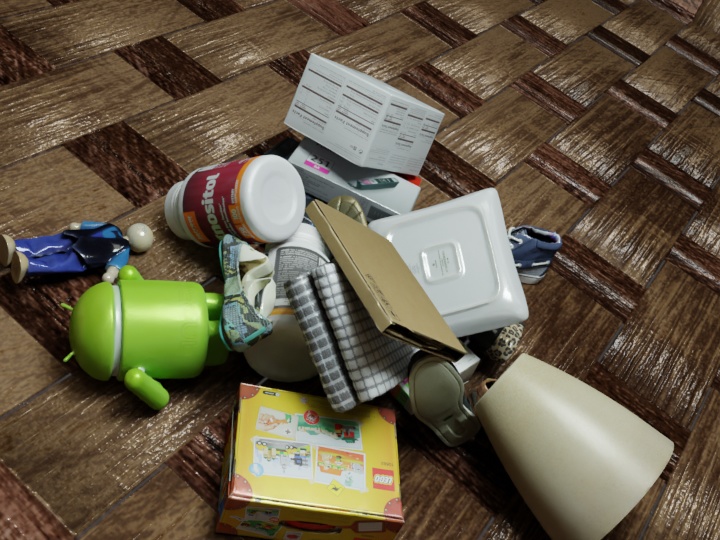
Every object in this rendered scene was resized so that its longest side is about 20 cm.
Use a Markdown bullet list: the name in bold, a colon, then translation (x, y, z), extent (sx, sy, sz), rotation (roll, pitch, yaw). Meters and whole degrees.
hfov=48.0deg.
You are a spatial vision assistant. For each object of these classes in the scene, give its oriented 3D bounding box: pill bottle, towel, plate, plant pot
- **pill bottle**: translation (-0.179, -0.090, 1.112), extent (0.197, 0.115, 0.112), rotation (-3, 22, 42)
- **pill bottle**: translation (-0.091, 0.037, 1.079), extent (0.114, 0.118, 0.202), rotation (14, 42, -10)
- **towel**: translation (-0.008, 0.067, 0.981), extent (0.168, 0.084, 0.200), rotation (67, 19, 2)
- **plate**: translation (0.112, -0.006, 1.106), extent (0.196, 0.032, 0.204), rotation (-15, 67, 11)
- **plant pot**: translation (0.241, 0.205, 0.987), extent (0.200, 0.189, 0.186), rotation (44, 45, 14)

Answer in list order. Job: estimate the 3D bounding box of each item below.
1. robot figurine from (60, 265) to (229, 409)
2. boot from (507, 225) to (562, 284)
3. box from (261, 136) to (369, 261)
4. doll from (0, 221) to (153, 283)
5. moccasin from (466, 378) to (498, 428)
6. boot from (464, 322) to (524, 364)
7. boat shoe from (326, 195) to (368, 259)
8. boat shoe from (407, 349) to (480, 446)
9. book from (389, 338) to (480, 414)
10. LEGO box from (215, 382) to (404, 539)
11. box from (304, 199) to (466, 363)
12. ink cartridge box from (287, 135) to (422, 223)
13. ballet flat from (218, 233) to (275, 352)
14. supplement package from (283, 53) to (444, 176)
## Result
- **robot figurine**: translation (-0.254, 0.071, 0.968), extent (0.196, 0.117, 0.178), rotation (1, 51, -23)
- **boot**: translation (0.229, -0.040, 1.327), extent (0.196, 0.091, 0.074), rotation (7, 43, -18)
- **box**: translation (-0.082, -0.095, 1.245), extent (0.198, 0.087, 0.164), rotation (33, 41, 10)
- **doll**: translation (-0.364, -0.026, 1.071), extent (0.198, 0.049, 0.136), rotation (-14, 44, -43)
- **moccasin**: translation (0.241, 0.187, 1.103), extent (0.198, 0.078, 0.074), rotation (18, 38, -14)
- **boot**: translation (0.169, 0.053, 1.207), extent (0.150, 0.074, 0.200), rotation (38, 17, 1)
- **boat shoe**: translation (-0.001, 0.000, 1.111), extent (0.070, 0.066, 0.205), rotation (-16, 85, 4)
- **boat shoe**: translation (0.095, 0.150, 1.008), extent (0.071, 0.201, 0.068), rotation (-27, 50, 3)
- **book**: translation (0.053, 0.097, 1.140), extent (0.132, 0.049, 0.200), rotation (-22, 57, -38)
- **LEGO box**: translation (-0.056, 0.226, 0.927), extent (0.196, 0.078, 0.151), rotation (12, 42, -13)
- **box**: translation (0.030, 0.013, 0.941), extent (0.162, 0.021, 0.201), rotation (26, 25, -49)
- **ink cartridge box**: translation (-0.001, -0.153, 1.247), extent (0.197, 0.044, 0.175), rotation (25, 40, 1)
- **ballet flat**: translation (-0.134, 0.018, 0.988), extent (0.073, 0.075, 0.202), rotation (7, 39, -17)
- **supplement package**: translation (0.009, -0.233, 1.239), extent (0.154, 0.113, 0.199), rotation (31, 15, 24)
